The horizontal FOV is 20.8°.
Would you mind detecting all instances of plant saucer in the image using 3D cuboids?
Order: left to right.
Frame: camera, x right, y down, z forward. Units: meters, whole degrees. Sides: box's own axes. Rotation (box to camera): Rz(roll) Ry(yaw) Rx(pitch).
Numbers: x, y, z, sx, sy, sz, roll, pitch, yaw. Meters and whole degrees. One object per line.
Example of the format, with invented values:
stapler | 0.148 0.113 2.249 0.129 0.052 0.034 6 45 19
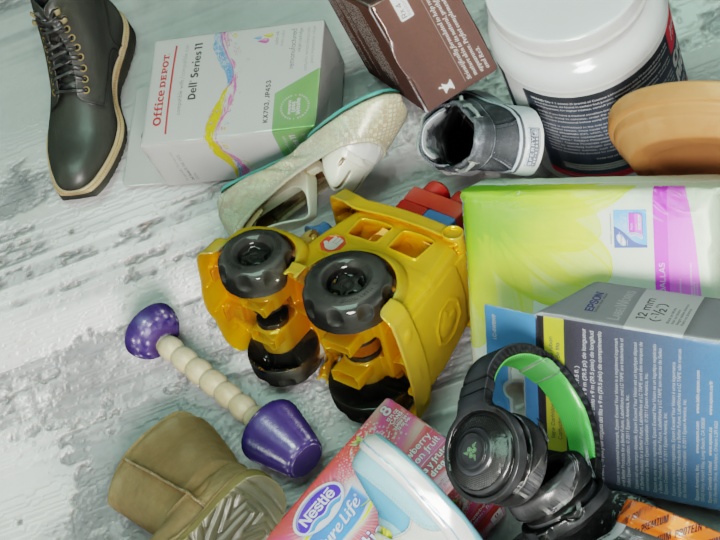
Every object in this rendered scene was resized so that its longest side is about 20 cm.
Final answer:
plant saucer | 0.281 -0.086 1.455 0.200 0.200 0.038 6 73 22

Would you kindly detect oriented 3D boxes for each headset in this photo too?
headset | 0.122 0.136 1.312 0.094 0.123 0.200 -26 40 39

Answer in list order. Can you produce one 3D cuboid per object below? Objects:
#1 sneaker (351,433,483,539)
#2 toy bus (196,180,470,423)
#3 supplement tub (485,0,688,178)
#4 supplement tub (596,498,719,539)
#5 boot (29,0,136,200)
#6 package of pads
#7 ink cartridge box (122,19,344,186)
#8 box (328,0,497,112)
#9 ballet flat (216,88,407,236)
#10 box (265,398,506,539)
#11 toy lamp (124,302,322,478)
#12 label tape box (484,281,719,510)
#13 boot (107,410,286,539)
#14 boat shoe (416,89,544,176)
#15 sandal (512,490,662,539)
sneaker | 0.028 0.219 1.335 0.131 0.080 0.200 -37 101 -6
toy bus | 0.000 0.000 1.551 0.200 0.136 0.192 19 55 30
supplement tub | 0.179 -0.170 1.537 0.140 0.200 0.141 -8 58 14
supplement tub | 0.185 0.261 1.300 0.122 0.123 0.200 19 83 28
boot | -0.263 -0.177 1.733 0.077 0.138 0.200 -8 59 14
package of pads | 0.179 0.009 1.469 0.200 0.068 0.155 1 103 19
ink cartridge box | -0.120 -0.143 1.705 0.200 0.067 0.117 -6 59 16
box | 0.036 -0.204 1.609 0.075 0.100 0.200 -31 20 -2
ballet flat | -0.033 -0.077 1.623 0.200 0.067 0.062 -31 63 28
box | 0.002 0.208 1.434 0.095 0.100 0.200 34 76 32
toy lamp | -0.107 0.097 1.566 0.058 0.058 0.200 -45 55 -10
label tape box | 0.194 0.086 1.409 0.200 0.143 0.066 10 32 25
boot | -0.150 0.194 1.465 0.175 0.066 0.200 -40 22 -14
boat shoe | 0.077 -0.106 1.556 0.068 0.200 0.072 2 99 -19
sandal | 0.136 0.218 1.414 0.200 0.048 0.075 -28 70 17
